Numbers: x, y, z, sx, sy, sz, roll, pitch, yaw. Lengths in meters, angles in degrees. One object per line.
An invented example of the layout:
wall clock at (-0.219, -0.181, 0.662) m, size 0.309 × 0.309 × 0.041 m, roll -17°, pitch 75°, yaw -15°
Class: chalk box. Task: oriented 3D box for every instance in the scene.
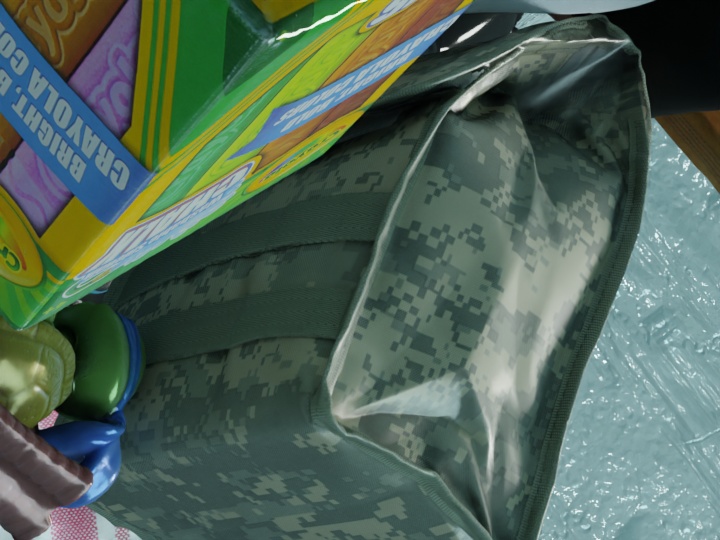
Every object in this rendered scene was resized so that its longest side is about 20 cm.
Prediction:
chalk box at (-0.060, -0.077, 0.646) m, size 0.125 × 0.124 × 0.200 m, roll -34°, pitch 174°, yaw -38°

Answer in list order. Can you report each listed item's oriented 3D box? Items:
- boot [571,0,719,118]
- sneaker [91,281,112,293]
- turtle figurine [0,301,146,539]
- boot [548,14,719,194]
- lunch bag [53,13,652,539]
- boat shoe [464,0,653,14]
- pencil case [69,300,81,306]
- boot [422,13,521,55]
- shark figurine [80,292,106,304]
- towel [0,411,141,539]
boot at (0.135, -0.064, 0.860) m, size 0.073 × 0.199 × 0.162 m, roll -6°, pitch -171°, yaw -31°
sneaker at (-0.177, 0.024, 0.906) m, size 0.200 × 0.082 × 0.073 m, roll -35°, pitch -159°, yaw -5°
turtle figurine at (-0.164, -0.015, 0.780) m, size 0.194 × 0.200 × 0.144 m, roll -2°, pitch -178°, yaw -42°
boot at (0.088, -0.102, 1.040) m, size 0.068 × 0.200 × 0.188 m, roll -39°, pitch 175°, yaw 19°
lunch bag at (0.000, 0.000, 0.869) m, size 0.164 × 0.118 × 0.200 m, roll -13°, pitch -134°, yaw 47°
boat shoe at (0.036, -0.125, 0.845) m, size 0.200 × 0.068 × 0.072 m, roll -6°, pitch 151°, yaw 35°
pencil case at (-0.176, 0.023, 1.036) m, size 0.200 × 0.078 × 0.089 m, roll -32°, pitch 161°, yaw -52°
boot at (0.017, -0.106, 1.170) m, size 0.162 × 0.073 × 0.198 m, roll -31°, pitch 179°, yaw -36°
shark figurine at (-0.104, 0.038, 1.038) m, size 0.215 × 0.089 × 0.128 m, roll -54°, pitch -144°, yaw 9°
towel at (-0.078, 0.094, 0.988) m, size 0.200 × 0.147 × 0.030 m, roll -12°, pitch -154°, yaw -11°
